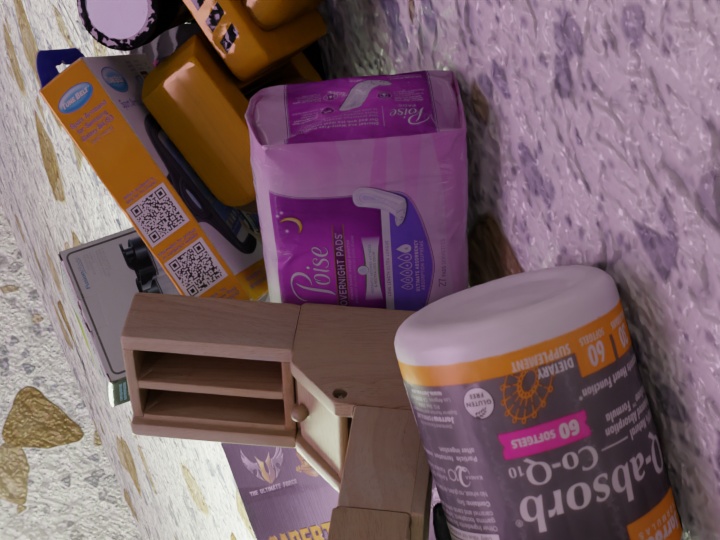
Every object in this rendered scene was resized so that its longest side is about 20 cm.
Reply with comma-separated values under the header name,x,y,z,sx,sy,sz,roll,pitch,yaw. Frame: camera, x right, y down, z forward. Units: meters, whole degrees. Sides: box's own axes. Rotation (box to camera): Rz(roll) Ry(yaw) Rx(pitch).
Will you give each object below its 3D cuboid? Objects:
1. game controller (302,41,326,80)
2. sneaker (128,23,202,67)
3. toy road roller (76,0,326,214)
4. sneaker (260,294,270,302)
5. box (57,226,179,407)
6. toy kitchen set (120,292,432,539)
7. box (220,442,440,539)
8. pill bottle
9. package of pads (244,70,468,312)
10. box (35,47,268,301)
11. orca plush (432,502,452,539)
name,x,y,z,sx,sy,sz,roll,pitch,yaw
game controller,-0.040,-0.118,1.096,0.104,0.042,0.200,-113,10,-67
sneaker,-0.120,-0.217,1.126,0.086,0.080,0.200,-125,49,-76
toy road roller,-0.061,-0.151,0.945,0.146,0.123,0.200,-32,95,29
sneaker,-0.104,-0.061,1.056,0.082,0.075,0.201,4,-102,-66
box,-0.122,0.013,1.195,0.117,0.200,0.060,64,163,18
toy kitchen set,-0.051,0.144,0.855,0.200,0.180,0.163,-80,-8,-48
box,0.013,0.161,1.028,0.200,0.048,0.159,-20,89,38
pill bottle,0.096,0.107,0.771,0.116,0.116,0.200,8,117,71
package of pads,0.002,-0.016,0.900,0.076,0.120,0.200,-96,1,-51
box,-0.122,-0.062,0.957,0.200,0.041,0.119,57,-166,-2
orca plush,0.090,0.116,0.881,0.200,0.105,0.071,67,-166,2
